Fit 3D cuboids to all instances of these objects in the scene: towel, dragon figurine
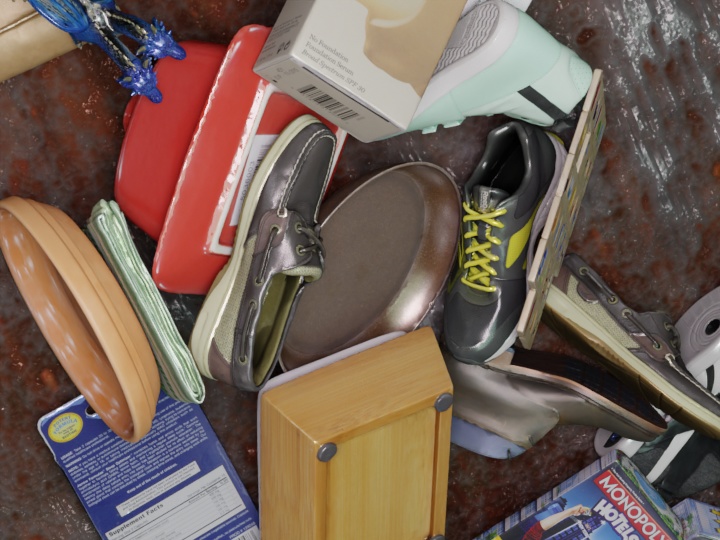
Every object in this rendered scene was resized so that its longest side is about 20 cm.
[{"bbox_3d":[-0.158,0.025,1.418,0.023,0.200,0.153,-27,92,-12],"label":"towel"},{"bbox_3d":[-0.205,-0.198,1.366,0.200,0.099,0.059,43,84,-19],"label":"dragon figurine"}]

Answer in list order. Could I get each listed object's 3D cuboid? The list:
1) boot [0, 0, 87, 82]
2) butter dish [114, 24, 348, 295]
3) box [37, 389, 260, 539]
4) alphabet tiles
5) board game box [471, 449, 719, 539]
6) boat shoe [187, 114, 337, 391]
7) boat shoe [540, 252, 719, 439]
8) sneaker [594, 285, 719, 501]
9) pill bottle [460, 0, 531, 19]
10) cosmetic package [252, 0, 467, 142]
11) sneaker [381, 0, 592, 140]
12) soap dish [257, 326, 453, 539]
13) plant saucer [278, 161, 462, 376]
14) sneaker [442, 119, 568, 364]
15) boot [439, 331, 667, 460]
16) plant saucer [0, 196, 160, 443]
[{"bbox_3d":[-0.266,-0.143,1.436,0.199,0.066,0.176,-29,109,-9],"label":"boot"},{"bbox_3d":[-0.112,-0.094,1.458,0.199,0.147,0.201,6,106,-62],"label":"butter dish"},{"bbox_3d":[-0.161,0.169,1.556,0.121,0.032,0.201,-29,109,-8],"label":"box"},{"bbox_3d":[0.156,-0.040,1.515,0.008,0.167,0.201,18,83,11],"label":"alphabet tiles"},{"bbox_3d":[0.226,0.239,1.637,0.199,0.062,0.200,-34,109,14],"label":"board game box"},{"bbox_3d":[-0.055,-0.009,1.395,0.072,0.066,0.202,20,94,-63],"label":"boat shoe"},{"bbox_3d":[0.227,0.058,1.585,0.200,0.073,0.065,38,82,11],"label":"boat shoe"},{"bbox_3d":[0.298,0.106,1.658,0.112,0.073,0.200,38,99,-23],"label":"sneaker"},{"bbox_3d":[0.034,-0.250,1.472,0.199,0.109,0.110,30,94,-20],"label":"pill bottle"},{"bbox_3d":[0.019,-0.202,1.361,0.105,0.071,0.201,30,75,-21],"label":"cosmetic package"},{"bbox_3d":[0.084,-0.125,1.487,0.118,0.200,0.074,28,59,-29],"label":"sneaker"},{"bbox_3d":[-0.002,0.157,1.528,0.157,0.081,0.201,-20,130,-28],"label":"soap dish"},{"bbox_3d":[0.000,0.000,1.517,0.200,0.032,0.201,-32,140,-32],"label":"plant saucer"},{"bbox_3d":[0.100,-0.027,1.538,0.085,0.074,0.201,35,69,-57],"label":"sneaker"},{"bbox_3d":[0.145,0.117,1.605,0.199,0.075,0.097,25,106,1],"label":"boot"},{"bbox_3d":[-0.201,0.031,1.426,0.037,0.200,0.201,-31,109,-17],"label":"plant saucer"}]
